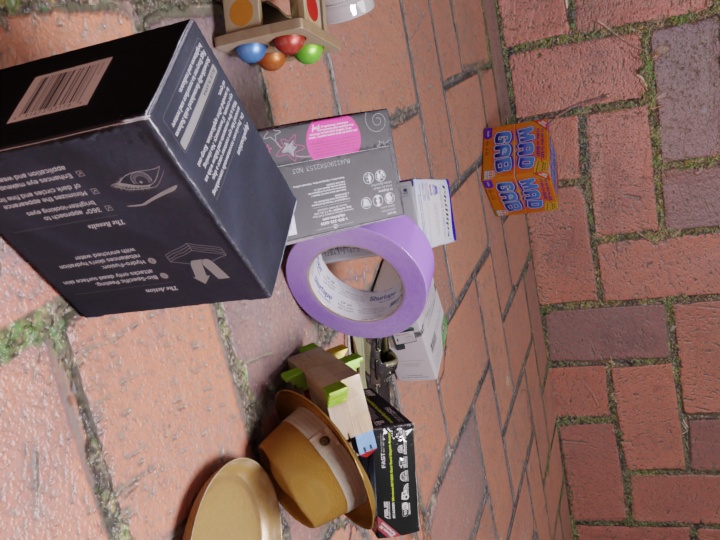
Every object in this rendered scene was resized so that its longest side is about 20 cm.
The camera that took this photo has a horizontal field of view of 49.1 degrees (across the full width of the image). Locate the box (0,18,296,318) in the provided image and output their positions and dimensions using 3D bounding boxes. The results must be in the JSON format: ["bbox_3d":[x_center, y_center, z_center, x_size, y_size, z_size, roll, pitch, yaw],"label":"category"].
[{"bbox_3d":[-0.185,-0.070,0.641,0.201,0.195,0.118,62,30,-44],"label":"box"}]

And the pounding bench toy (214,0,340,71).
[{"bbox_3d":[-0.094,-0.344,1.036,0.200,0.123,0.158,-8,92,-69],"label":"pounding bench toy"}]

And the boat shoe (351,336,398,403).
[{"bbox_3d":[0.031,0.155,1.311,0.073,0.064,0.202,-59,140,-61],"label":"boat shoe"}]

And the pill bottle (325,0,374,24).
[{"bbox_3d":[-0.048,-0.490,1.201,0.117,0.115,0.201,-64,142,-53],"label":"pill bottle"}]

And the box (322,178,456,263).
[{"bbox_3d":[0.035,-0.077,1.222,0.200,0.182,0.106,-14,96,-69],"label":"box"}]

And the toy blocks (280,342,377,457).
[{"bbox_3d":[-0.035,0.187,1.030,0.200,0.099,0.138,19,-55,67],"label":"toy blocks"}]

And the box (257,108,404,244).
[{"bbox_3d":[-0.067,-0.108,0.930,0.115,0.198,0.134,-162,-120,-66],"label":"box"}]

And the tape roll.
[{"bbox_3d":[0.000,0.000,1.089,0.066,0.198,0.201,-70,147,-46],"label":"tape roll"}]

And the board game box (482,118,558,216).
[{"bbox_3d":[0.497,-0.314,2.434,0.200,0.198,0.202,53,37,-52],"label":"board game box"}]

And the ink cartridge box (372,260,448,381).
[{"bbox_3d":[0.094,0.083,1.466,0.147,0.083,0.201,-69,146,-50],"label":"ink cartridge box"}]

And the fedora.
[{"bbox_3d":[-0.065,0.244,0.958,0.081,0.200,0.202,-31,120,-26],"label":"fedora"}]

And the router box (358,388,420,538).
[{"bbox_3d":[0.020,0.265,1.115,0.200,0.061,0.152,-162,-112,-73],"label":"router box"}]

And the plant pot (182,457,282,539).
[{"bbox_3d":[-0.145,0.313,0.881,0.200,0.027,0.202,-6,90,-68],"label":"plant pot"}]

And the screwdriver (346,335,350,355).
[{"bbox_3d":[-0.017,0.144,1.251,0.029,0.028,0.202,119,-31,-77],"label":"screwdriver"}]
